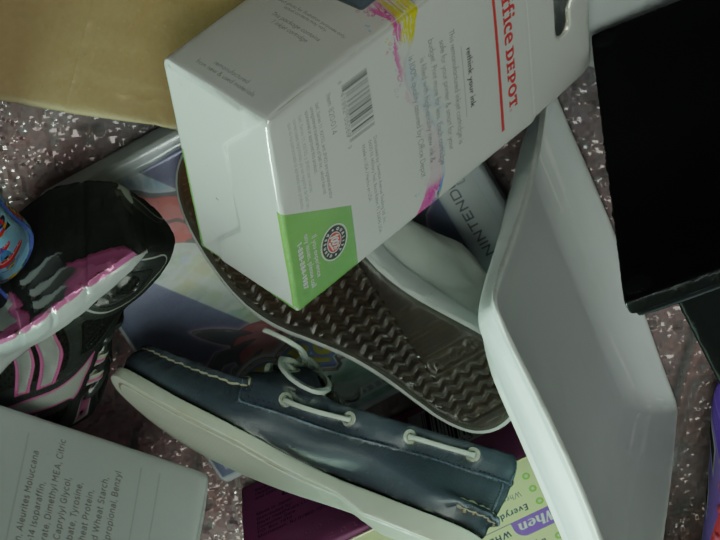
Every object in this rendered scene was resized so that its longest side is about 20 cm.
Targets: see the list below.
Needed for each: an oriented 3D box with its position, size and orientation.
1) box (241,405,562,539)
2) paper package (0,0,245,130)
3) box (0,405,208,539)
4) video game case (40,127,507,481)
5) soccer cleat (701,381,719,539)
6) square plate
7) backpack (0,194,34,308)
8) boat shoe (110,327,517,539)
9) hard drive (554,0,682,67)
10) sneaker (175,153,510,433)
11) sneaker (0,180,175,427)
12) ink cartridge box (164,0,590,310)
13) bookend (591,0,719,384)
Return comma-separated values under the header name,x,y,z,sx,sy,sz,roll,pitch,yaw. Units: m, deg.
name,x,y,z,sx,sy,sz,roll,pitch,yaw
box,0.061,0.174,1.327,0.175,0.097,0.201,-26,115,8
paper package,-0.116,-0.175,1.136,0.189,0.104,0.201,9,115,-10
box,-0.177,0.205,1.234,0.130,0.201,0.199,20,138,-14
video game case,-0.028,-0.009,1.269,0.199,0.023,0.183,-28,115,10
soccer cleat,0.199,0.143,1.298,0.068,0.073,0.201,-1,92,38
square plate,0.102,0.044,1.214,0.028,0.198,0.201,-14,118,21
backpack,-0.271,-0.031,1.162,0.200,0.183,0.135,32,82,21
boat shoe,-0.023,0.075,1.227,0.199,0.075,0.062,22,77,17
hard drive,0.129,-0.158,1.206,0.199,0.027,0.132,15,114,-11
sneaker,0.000,0.000,1.234,0.200,0.085,0.073,39,114,2
sneaker,-0.150,0.031,1.250,0.086,0.081,0.200,28,135,-33
ink cartridge box,0.013,-0.091,1.144,0.200,0.067,0.118,-38,142,-27
bookend,0.190,0.004,1.175,0.092,0.199,0.200,-21,127,16
